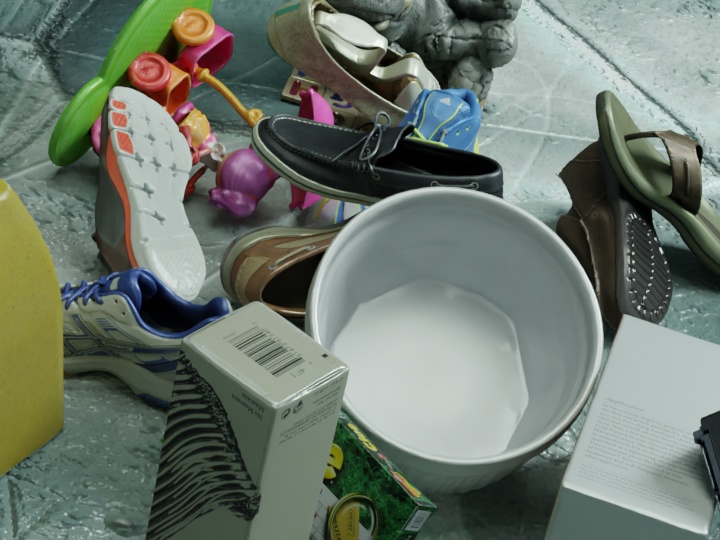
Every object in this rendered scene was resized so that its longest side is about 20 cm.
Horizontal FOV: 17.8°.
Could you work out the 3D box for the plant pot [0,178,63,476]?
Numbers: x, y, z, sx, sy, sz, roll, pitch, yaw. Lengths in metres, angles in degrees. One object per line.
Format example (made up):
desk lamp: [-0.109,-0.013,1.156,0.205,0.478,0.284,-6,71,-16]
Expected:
plant pot: [-0.306,0.024,1.438,0.194,0.201,0.195,27,38,19]

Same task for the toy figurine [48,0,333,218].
toy figurine: [-0.108,-0.107,1.770,0.184,0.150,0.200,35,61,13]

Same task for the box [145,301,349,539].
box: [-0.073,0.124,1.375,0.082,0.201,0.068,33,40,28]

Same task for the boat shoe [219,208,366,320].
boat shoe: [0.000,0.000,1.676,0.199,0.076,0.072,-13,25,-18]

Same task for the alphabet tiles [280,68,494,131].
alphabet tiles: [0.026,-0.160,1.972,0.166,0.006,0.200,16,35,3]

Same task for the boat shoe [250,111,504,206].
boat shoe: [0.016,-0.081,1.681,0.199,0.062,0.075,20,34,12]

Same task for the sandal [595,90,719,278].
sandal: [0.253,-0.074,1.802,0.201,0.057,0.080,43,28,-22]

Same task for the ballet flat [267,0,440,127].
ballet flat: [0.013,-0.158,1.840,0.200,0.062,0.068,26,54,-33]

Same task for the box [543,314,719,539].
box: [0.182,0.142,1.501,0.097,0.125,0.200,19,35,8]

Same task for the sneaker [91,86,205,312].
sneaker: [-0.171,-0.046,1.662,0.077,0.082,0.201,24,40,-36]

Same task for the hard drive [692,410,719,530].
hard drive: [0.291,0.165,1.461,0.200,0.038,0.140,15,54,-49]

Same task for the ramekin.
ramekin: [0.055,0.055,1.545,0.199,0.105,0.201,4,65,-9]

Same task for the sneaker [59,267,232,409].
sneaker: [-0.176,0.027,1.575,0.199,0.088,0.075,14,37,4]

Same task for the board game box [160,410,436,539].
board game box: [-0.044,0.129,1.466,0.200,0.105,0.023,43,15,36]

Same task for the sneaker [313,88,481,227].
sneaker: [0.032,-0.086,1.786,0.076,0.105,0.200,26,36,18]

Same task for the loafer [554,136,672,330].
loafer: [0.194,-0.021,1.797,0.073,0.071,0.201,46,28,-33]

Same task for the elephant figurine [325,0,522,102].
elephant figurine: [0.023,-0.222,1.924,0.199,0.155,0.142,7,48,-24]
